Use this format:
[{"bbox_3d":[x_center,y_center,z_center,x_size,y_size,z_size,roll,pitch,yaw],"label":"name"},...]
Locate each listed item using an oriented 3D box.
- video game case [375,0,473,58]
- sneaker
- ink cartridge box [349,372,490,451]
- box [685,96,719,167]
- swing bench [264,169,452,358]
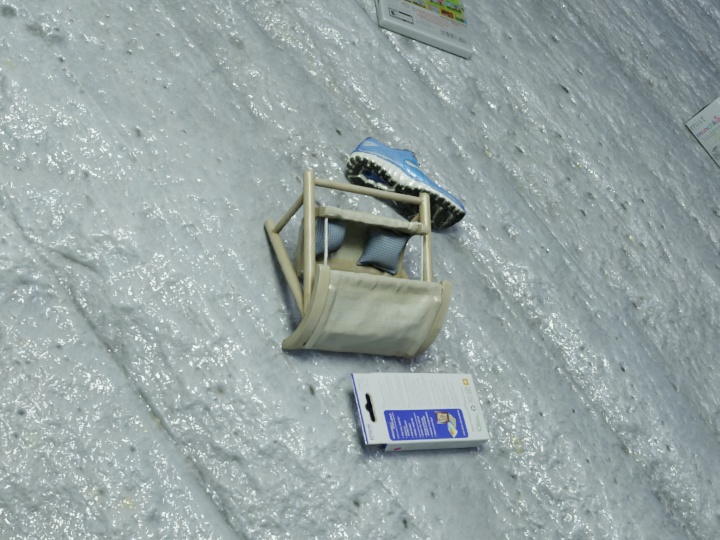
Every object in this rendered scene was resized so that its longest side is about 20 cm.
[{"bbox_3d":[0.112,-0.492,1.658,0.199,0.023,0.183,12,54,-27],"label":"video game case"},{"bbox_3d":[0.078,-0.139,1.346,0.199,0.079,0.090,32,49,-12],"label":"sneaker"},{"bbox_3d":[0.072,0.181,1.148,0.199,0.037,0.095,6,57,-35],"label":"ink cartridge box"},{"bbox_3d":[0.847,-0.312,1.996,0.199,0.097,0.177,-29,81,-43],"label":"box"},{"bbox_3d":[0.000,0.000,1.158,0.198,0.130,0.201,7,57,-32],"label":"swing bench"}]
